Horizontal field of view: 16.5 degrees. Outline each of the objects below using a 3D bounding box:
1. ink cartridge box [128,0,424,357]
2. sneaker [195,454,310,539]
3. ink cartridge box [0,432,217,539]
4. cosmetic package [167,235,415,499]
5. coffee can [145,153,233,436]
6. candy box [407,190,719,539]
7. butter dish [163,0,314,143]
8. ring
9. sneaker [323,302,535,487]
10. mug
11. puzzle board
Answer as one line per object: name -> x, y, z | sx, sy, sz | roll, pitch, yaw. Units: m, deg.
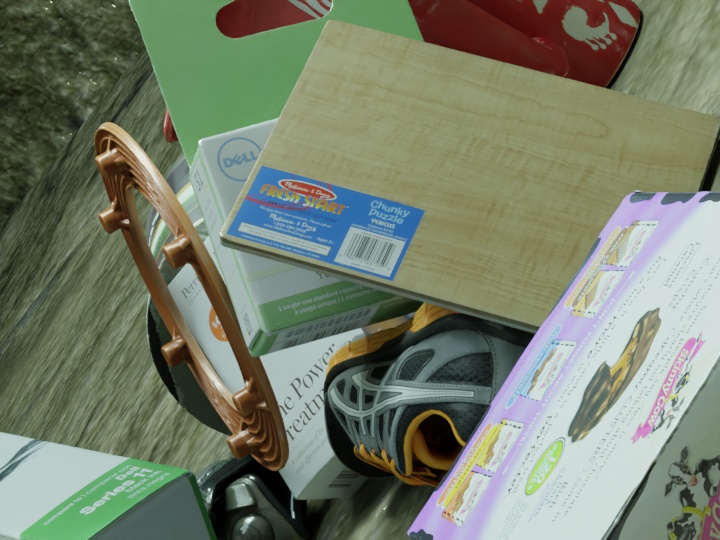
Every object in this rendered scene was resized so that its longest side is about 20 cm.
ink cartridge box -> -0.016, -0.072, 1.210 | 0.145, 0.201, 0.048 | -15, -15, -17
sneaker -> -0.092, 0.177, 1.352 | 0.200, 0.076, 0.114 | -55, 5, -26
ink cartridge box -> -0.153, 0.167, 1.255 | 0.199, 0.148, 0.083 | 7, 32, 46
cosmetic package -> 0.000, 0.000, 1.315 | 0.200, 0.051, 0.151 | -49, 58, 26
coffee can -> -0.058, 0.003, 1.511 | 0.147, 0.146, 0.200 | -53, 13, 9
candy box -> 0.112, 0.058, 0.905 | 0.168, 0.071, 0.200 | -56, 12, -5
butter dish -> -0.016, -0.167, 1.559 | 0.199, 0.147, 0.201 | -42, -25, -60
ring -> -0.093, 0.017, 1.288 | 0.019, 0.201, 0.200 | -28, 7, -14
sneaker -> 0.030, 0.070, 1.190 | 0.200, 0.078, 0.078 | 133, 147, -62
mug -> 0.044, -0.150, 1.401 | 0.133, 0.199, 0.178 | -43, 18, 41
puzzle board -> 0.053, -0.039, 1.144 | 0.017, 0.199, 0.151 | 90, -161, -50
